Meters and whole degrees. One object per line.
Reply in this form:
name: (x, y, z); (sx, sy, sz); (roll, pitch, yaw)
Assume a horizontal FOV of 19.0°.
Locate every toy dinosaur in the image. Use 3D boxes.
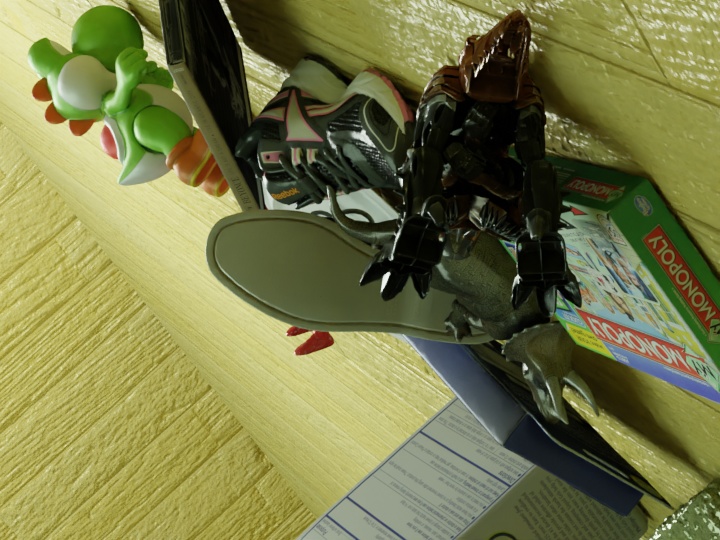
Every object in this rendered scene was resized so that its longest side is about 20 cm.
toy dinosaur: (0.052, -0.057, 1.041); (0.200, 0.102, 0.136); (62, -153, -56)
toy dinosaur: (0.068, 0.000, 1.274); (0.200, 0.077, 0.102); (48, 163, -22)

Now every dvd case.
dvd case: (-0.101, -0.139, 1.403); (0.200, 0.016, 0.149); (65, -167, -59)

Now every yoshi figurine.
yoshi figurine: (-0.176, -0.150, 1.743); (0.200, 0.112, 0.113); (33, 134, 18)

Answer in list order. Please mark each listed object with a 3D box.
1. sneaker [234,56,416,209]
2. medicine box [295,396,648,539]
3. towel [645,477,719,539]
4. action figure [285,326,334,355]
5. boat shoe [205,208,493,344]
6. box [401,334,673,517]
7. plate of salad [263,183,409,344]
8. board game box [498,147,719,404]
sneaker: (-0.015, -0.069, 1.317); (0.080, 0.086, 0.200); (50, 170, -20)
medicine box: (0.078, 0.196, 1.590); (0.103, 0.200, 0.182); (52, 170, -21)
towel: (0.228, 0.220, 1.347); (0.149, 0.036, 0.200); (52, 152, 18)
action figure: (-0.071, -0.030, 1.704); (0.065, 0.051, 0.201); (-106, 1, -67)
boat shoe: (0.000, 0.000, 1.366); (0.199, 0.075, 0.062); (7, -171, -5)
box: (0.109, 0.093, 1.382); (0.121, 0.032, 0.200); (31, -172, -34)
plate of salad: (0.004, -0.021, 1.528); (0.200, 0.048, 0.200); (37, 158, 18)
board game box: (0.130, -0.001, 1.124); (0.135, 0.029, 0.200); (53, 169, -19)
